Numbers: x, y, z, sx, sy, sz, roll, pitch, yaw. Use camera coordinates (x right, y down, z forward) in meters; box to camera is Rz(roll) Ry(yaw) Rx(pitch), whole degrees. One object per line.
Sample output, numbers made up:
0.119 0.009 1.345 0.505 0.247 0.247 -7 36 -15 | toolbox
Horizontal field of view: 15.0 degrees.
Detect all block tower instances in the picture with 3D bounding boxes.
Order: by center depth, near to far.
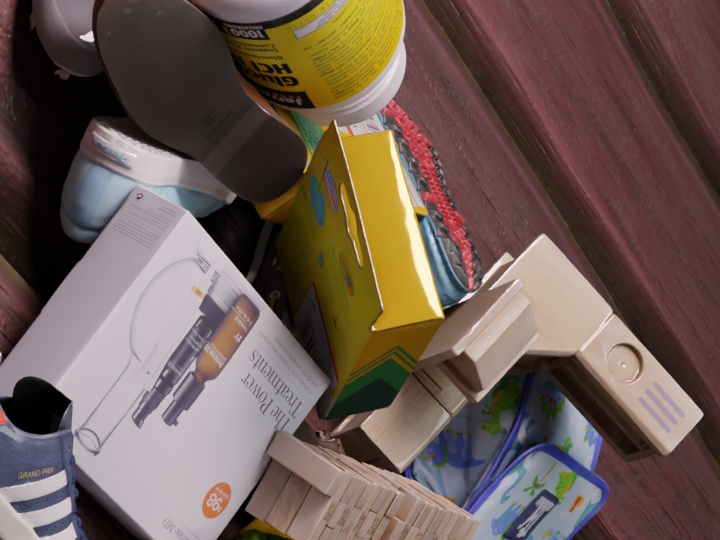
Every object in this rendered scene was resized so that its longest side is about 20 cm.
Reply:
0.002 0.154 1.737 0.058 0.054 0.200 -60 148 0 | block tower

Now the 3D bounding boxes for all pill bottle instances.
-0.037 -0.165 1.659 0.200 0.112 0.113 53 39 -63 | pill bottle

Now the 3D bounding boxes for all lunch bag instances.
0.109 0.132 2.070 0.170 0.127 0.201 37 65 -58 | lunch bag

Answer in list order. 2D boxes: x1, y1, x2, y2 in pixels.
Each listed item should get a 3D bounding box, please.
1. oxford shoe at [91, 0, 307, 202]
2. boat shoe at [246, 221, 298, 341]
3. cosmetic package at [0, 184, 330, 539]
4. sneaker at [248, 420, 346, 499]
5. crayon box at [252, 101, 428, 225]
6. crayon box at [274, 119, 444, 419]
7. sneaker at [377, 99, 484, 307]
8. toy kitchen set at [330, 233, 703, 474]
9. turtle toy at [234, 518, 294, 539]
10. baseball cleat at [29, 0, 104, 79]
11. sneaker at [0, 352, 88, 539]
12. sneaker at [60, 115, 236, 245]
-0.107 -0.114 1.616 0.071 0.071 0.200 50 0 40 | oxford shoe
-0.042 0.013 1.836 0.202 0.060 0.072 -60 137 -50 | boat shoe
-0.116 0.068 1.617 0.151 0.052 0.200 -52 140 -11 | cosmetic package
-0.021 0.150 1.847 0.200 0.070 0.076 57 37 -46 | sneaker
-0.042 -0.089 1.809 0.126 0.051 0.200 63 19 19 | crayon box
0.000 0.000 1.679 0.200 0.051 0.128 118 -40 -67 | crayon box
0.010 -0.049 1.934 0.079 0.095 0.201 42 21 -50 | sneaker
0.120 0.100 1.891 0.181 0.163 0.200 47 68 -6 | toy kitchen set
-0.040 0.255 1.751 0.146 0.101 0.201 -47 127 -57 | turtle toy
-0.139 -0.208 1.626 0.070 0.106 0.201 28 47 -20 | baseball cleat
-0.177 0.113 1.497 0.085 0.075 0.200 -50 138 -15 | sneaker
-0.136 -0.045 1.669 0.082 0.074 0.200 -60 162 7 | sneaker
